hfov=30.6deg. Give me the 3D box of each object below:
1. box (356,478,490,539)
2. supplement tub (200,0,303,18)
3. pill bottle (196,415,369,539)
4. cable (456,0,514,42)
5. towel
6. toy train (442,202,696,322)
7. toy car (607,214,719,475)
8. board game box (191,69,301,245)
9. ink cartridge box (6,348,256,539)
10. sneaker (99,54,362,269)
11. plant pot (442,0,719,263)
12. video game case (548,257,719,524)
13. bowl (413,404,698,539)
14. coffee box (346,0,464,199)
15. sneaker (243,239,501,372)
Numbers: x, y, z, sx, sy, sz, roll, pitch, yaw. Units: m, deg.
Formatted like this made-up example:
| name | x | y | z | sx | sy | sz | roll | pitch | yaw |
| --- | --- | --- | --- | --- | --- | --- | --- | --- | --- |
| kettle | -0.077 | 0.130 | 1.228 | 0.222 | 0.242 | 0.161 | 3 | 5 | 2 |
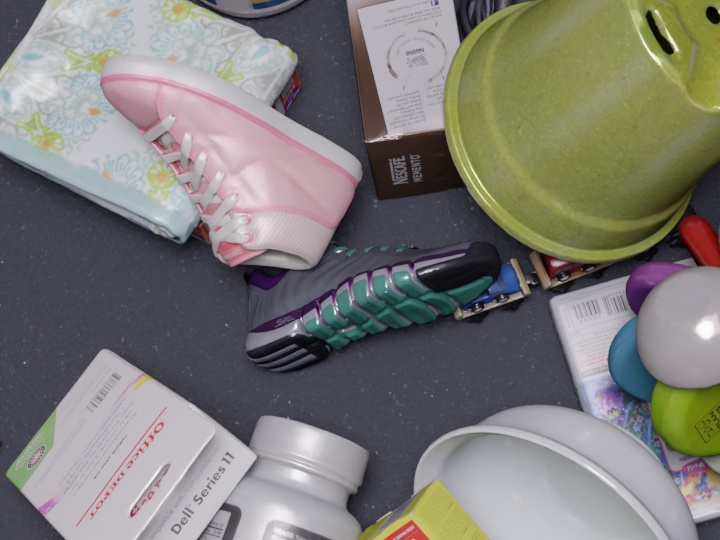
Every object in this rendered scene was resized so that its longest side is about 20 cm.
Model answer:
| name | x | y | z | sx | sy | sz | roll | pitch | yaw |
| --- | --- | --- | --- | --- | --- | --- | --- | --- | --- |
| box | 0.082 | 0.235 | 0.843 | 0.075 | 0.050 | 0.200 | -40 | 89 | 30 |
| supplement tub | -0.095 | -0.300 | 1.004 | 0.144 | 0.200 | 0.145 | -2 | 72 | 6 |
| pill bottle | -0.063 | 0.204 | 0.882 | 0.111 | 0.111 | 0.200 | 16 | 75 | 11 |
| cable | 0.154 | -0.196 | 1.020 | 0.163 | 0.051 | 0.200 | 39 | 81 | 17 |
| towel | -0.173 | -0.132 | 0.989 | 0.200 | 0.048 | 0.171 | 26 | 78 | 13 |
| toy train | 0.152 | -0.007 | 0.961 | 0.200 | 0.046 | 0.034 | -20 | 71 | 0 |
| toy car | 0.245 | 0.028 | 0.871 | 0.200 | 0.175 | 0.150 | -48 | 39 | -9 |
| board game box | -0.170 | -0.129 | 1.037 | 0.200 | 0.046 | 0.152 | 24 | 76 | 13 |
| ink cartridge box | -0.148 | 0.136 | 0.877 | 0.117 | 0.067 | 0.200 | -53 | 31 | -10 |
| sneaker | -0.098 | -0.066 | 0.909 | 0.200 | 0.075 | 0.105 | 26 | 72 | -22 |
| plant pot | 0.182 | -0.126 | 0.852 | 0.200 | 0.184 | 0.201 | 7 | 71 | -20 |
| video game case | 0.255 | 0.078 | 0.934 | 0.200 | 0.024 | 0.182 | -16 | 71 | 0 |
| bowl | 0.140 | 0.159 | 0.852 | 0.201 | 0.201 | 0.090 | 37 | 50 | 16 |
| coffee box | 0.034 | -0.170 | 0.992 | 0.080 | 0.114 | 0.200 | -8 | 71 | 3 |
| sneaker | 0.000 | 0.000 | 0.947 | 0.200 | 0.074 | 0.088 | -21 | 61 | 16 |
